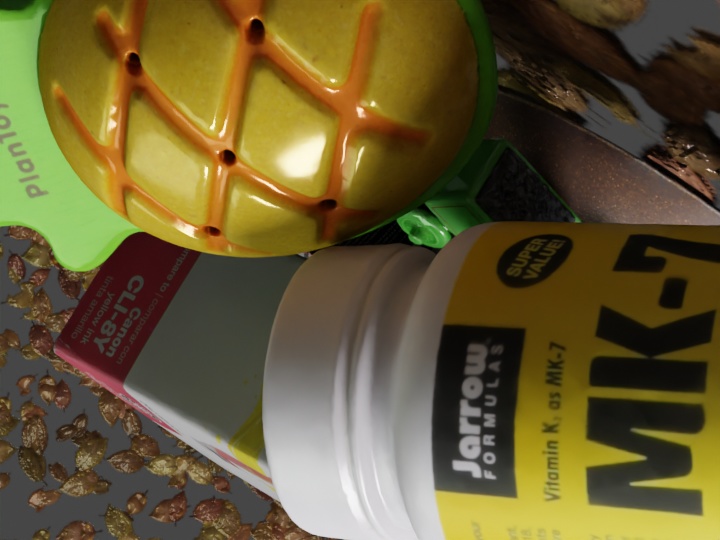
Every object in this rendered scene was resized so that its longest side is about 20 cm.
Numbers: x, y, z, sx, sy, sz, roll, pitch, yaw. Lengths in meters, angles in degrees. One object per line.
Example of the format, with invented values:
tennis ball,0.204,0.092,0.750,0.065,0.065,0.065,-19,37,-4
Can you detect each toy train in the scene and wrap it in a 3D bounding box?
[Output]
toy train,0.090,0.022,0.699,0.200,0.042,0.056,44,155,-28

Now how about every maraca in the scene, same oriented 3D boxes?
maraca,-0.053,-0.059,0.617,0.199,0.107,0.137,-13,120,19

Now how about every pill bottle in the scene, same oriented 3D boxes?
pill bottle,0.079,0.042,0.575,0.199,0.115,0.114,1,158,24

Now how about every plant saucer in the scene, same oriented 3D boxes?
plant saucer,0.101,-0.005,0.764,0.200,0.035,0.200,35,173,5

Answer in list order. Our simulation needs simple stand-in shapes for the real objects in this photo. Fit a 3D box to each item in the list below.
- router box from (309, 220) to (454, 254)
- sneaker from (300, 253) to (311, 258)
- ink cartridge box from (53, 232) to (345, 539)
router box,-0.053,-0.073,0.791,0.200,0.052,0.157,43,180,38
sneaker,0.000,0.000,0.987,0.200,0.098,0.071,33,171,-1
ink cartridge box,-0.004,0.060,0.761,0.200,0.084,0.145,24,167,39
